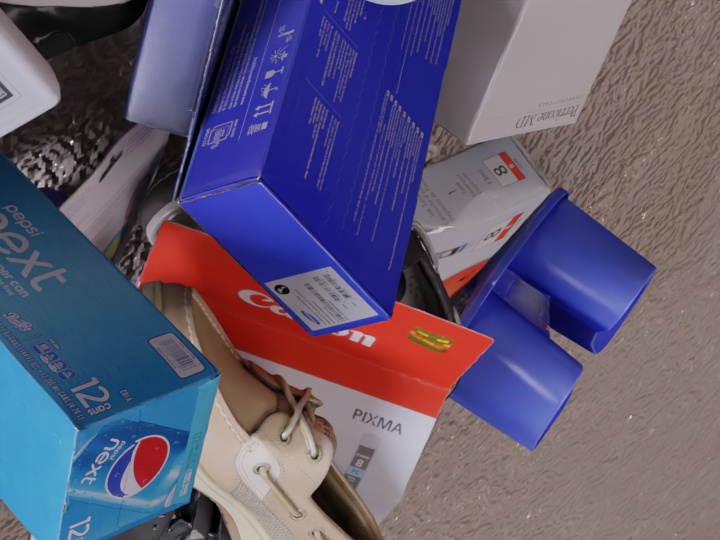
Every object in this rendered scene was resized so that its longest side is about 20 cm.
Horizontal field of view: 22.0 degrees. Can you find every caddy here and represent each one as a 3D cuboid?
[{"bbox_3d":[0.100,0.026,1.131,0.142,0.105,0.200,-55,172,-6],"label":"caddy"}]

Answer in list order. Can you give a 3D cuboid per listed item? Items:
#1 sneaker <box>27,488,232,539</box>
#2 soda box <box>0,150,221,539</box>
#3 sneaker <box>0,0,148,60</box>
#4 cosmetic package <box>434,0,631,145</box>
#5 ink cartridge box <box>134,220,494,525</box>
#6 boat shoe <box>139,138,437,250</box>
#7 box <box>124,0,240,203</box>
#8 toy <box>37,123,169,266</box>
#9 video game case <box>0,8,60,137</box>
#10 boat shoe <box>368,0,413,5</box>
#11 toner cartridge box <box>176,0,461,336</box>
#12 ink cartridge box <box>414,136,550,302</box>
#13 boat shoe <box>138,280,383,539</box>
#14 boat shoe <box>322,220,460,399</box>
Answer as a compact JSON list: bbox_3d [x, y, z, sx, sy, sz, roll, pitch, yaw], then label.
[{"bbox_3d":[-0.098,0.093,0.861,0.099,0.071,0.200,9,149,-11],"label":"sneaker"},{"bbox_3d":[-0.141,0.013,0.701,0.064,0.200,0.068,-19,139,-38],"label":"soda box"},{"bbox_3d":[-0.173,-0.087,0.689,0.199,0.070,0.090,-12,139,-41],"label":"sneaker"},{"bbox_3d":[0.089,-0.172,0.924,0.107,0.085,0.201,-17,136,-48],"label":"cosmetic package"},{"bbox_3d":[-0.043,0.060,0.881,0.200,0.159,0.047,124,-15,-61],"label":"ink cartridge box"},{"bbox_3d":[-0.042,-0.055,0.899,0.200,0.057,0.067,-17,157,-49],"label":"boat shoe"},{"bbox_3d":[-0.057,-0.138,0.738,0.121,0.032,0.201,-81,-174,-61],"label":"box"},{"bbox_3d":[-0.147,0.007,0.831,0.115,0.047,0.200,-55,171,-47],"label":"toy"},{"bbox_3d":[-0.222,-0.072,0.586,0.181,0.023,0.200,-29,142,7],"label":"video game case"},{"bbox_3d":[0.029,-0.213,0.748,0.091,0.070,0.201,-40,135,-63],"label":"boat shoe"},{"bbox_3d":[-0.010,-0.081,0.778,0.095,0.043,0.201,48,42,-38],"label":"toner cartridge box"},{"bbox_3d":[-0.009,0.014,0.985,0.200,0.050,0.162,-29,166,-37],"label":"ink cartridge box"},{"bbox_3d":[-0.043,0.075,0.833,0.065,0.072,0.200,-16,130,10],"label":"boat shoe"},{"bbox_3d":[0.000,0.000,0.868,0.074,0.060,0.200,-33,143,-6],"label":"boat shoe"}]
